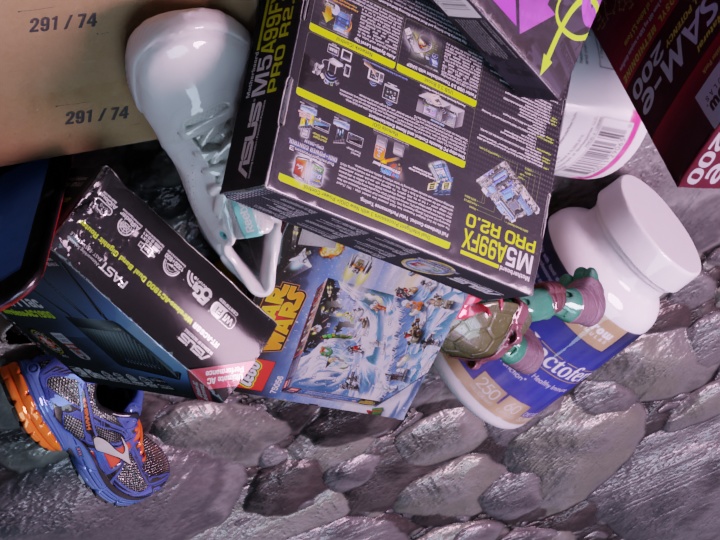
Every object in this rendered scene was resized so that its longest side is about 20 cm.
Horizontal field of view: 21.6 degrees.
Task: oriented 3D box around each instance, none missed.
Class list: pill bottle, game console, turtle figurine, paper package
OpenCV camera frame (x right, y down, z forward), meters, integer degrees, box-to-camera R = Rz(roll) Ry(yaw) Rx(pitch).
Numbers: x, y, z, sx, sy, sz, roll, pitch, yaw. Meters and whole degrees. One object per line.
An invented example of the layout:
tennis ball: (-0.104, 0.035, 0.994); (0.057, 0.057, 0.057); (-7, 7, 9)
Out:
pill bottle: (0.082, -0.126, 1.208); (0.200, 0.113, 0.113); (7, 136, -35)
game console: (-0.267, -0.031, 1.056); (0.172, 0.200, 0.119); (23, 117, -14)
turtle figurine: (0.078, 0.018, 1.306); (0.150, 0.101, 0.200); (-22, 154, 34)
paper package: (-0.163, -0.157, 1.044); (0.200, 0.104, 0.191); (-13, 146, -14)
pill bottle: (0.155, 0.023, 1.447); (0.200, 0.116, 0.116); (-41, 141, 24)

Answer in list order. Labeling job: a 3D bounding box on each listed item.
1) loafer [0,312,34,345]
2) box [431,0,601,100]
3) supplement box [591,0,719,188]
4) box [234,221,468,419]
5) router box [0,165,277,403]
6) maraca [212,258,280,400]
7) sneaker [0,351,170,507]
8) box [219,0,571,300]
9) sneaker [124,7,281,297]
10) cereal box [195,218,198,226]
loafer: (-0.180, 0.034, 1.319); (0.200, 0.071, 0.073); (4, 138, -32)
box: (0.103, -0.215, 1.047); (0.036, 0.200, 0.143); (10, 161, 39)
supplement box: (0.199, -0.158, 1.150); (0.061, 0.200, 0.109); (-1, 140, -28)
box: (0.000, 0.000, 1.181); (0.137, 0.040, 0.200); (11, 124, -23)
router box: (-0.164, 0.008, 1.158); (0.150, 0.200, 0.062); (45, 67, -26)
maraca: (-0.038, 0.036, 1.332); (0.107, 0.137, 0.200); (-57, 154, 14)
sneaker: (-0.190, 0.116, 1.427); (0.078, 0.075, 0.200); (-30, 146, 6)
box: (0.027, -0.087, 1.062); (0.200, 0.161, 0.044); (20, 164, -35)
sneaker: (-0.074, -0.061, 1.055); (0.075, 0.089, 0.200); (-20, 145, 0)
cereal box: (0.005, -0.057, 1.287); (0.200, 0.040, 0.144); (6, 159, -34)
